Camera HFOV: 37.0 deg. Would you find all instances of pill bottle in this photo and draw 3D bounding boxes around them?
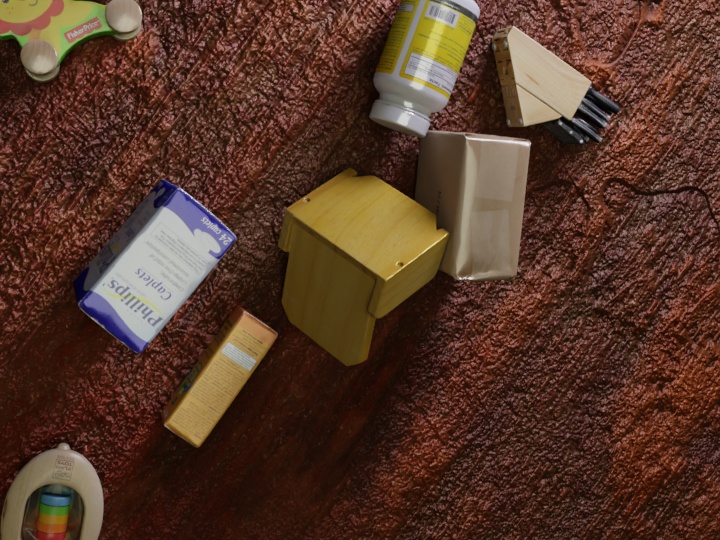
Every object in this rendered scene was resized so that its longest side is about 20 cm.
[{"bbox_3d":[0.086,-0.298,1.534,0.112,0.112,0.200,20,92,-17],"label":"pill bottle"}]

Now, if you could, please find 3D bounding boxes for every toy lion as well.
[{"bbox_3d":[-0.417,-0.365,1.427,0.200,0.069,0.192,-29,96,-10],"label":"toy lion"}]

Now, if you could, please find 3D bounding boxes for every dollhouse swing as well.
[{"bbox_3d":[0.000,0.000,1.536,0.182,0.200,0.176,-36,143,-29],"label":"dollhouse swing"}]

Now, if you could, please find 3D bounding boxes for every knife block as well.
[{"bbox_3d":[0.304,-0.283,1.630,0.175,0.064,0.201,-16,101,-13],"label":"knife block"}]

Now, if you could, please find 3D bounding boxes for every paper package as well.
[{"bbox_3d":[0.151,-0.097,1.546,0.103,0.191,0.201,2,98,-18],"label":"paper package"}]

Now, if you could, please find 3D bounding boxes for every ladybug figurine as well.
[{"bbox_3d":[-0.430,0.337,1.506,0.135,0.072,0.201,13,94,-16],"label":"ladybug figurine"}]

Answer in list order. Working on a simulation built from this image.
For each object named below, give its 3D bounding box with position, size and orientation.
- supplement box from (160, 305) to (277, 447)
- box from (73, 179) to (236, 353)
[{"bbox_3d":[-0.204,0.151,1.547,0.069,0.067,0.200,34,87,-17],"label":"supplement box"},{"bbox_3d":[-0.281,-0.011,1.442,0.105,0.184,0.200,41,85,-18],"label":"box"}]
